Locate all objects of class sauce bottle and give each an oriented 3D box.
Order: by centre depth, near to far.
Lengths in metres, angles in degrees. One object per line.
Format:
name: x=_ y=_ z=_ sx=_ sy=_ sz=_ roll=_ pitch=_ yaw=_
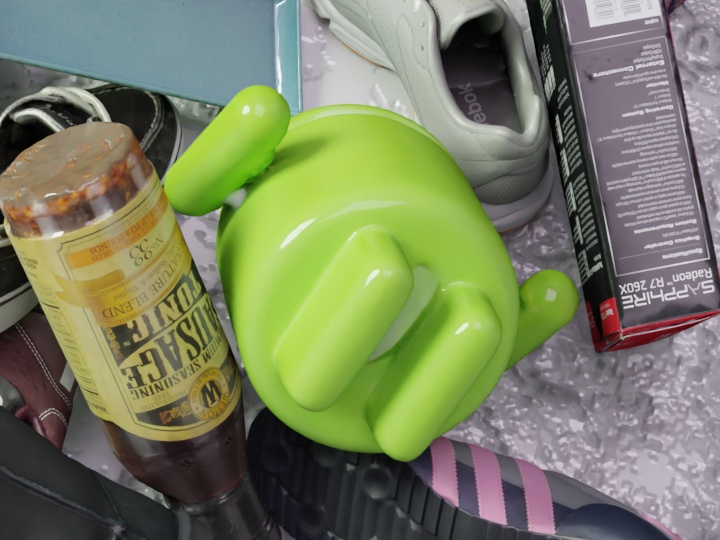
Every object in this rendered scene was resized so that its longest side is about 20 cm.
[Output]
sauce bottle: x=-0.082 y=0.038 z=0.894 sx=0.066 sy=0.201 sz=0.066 roll=-18 pitch=29 yaw=10

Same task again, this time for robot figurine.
robot figurine: x=0.000 y=0.000 z=0.922 sx=0.175 sy=0.200 sz=0.116 roll=29 pitch=104 yaw=-17

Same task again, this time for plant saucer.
plant saucer: x=-0.104 y=-0.113 z=0.977 sx=0.199 sy=0.019 sz=0.070 roll=9 pitch=75 yaw=-44

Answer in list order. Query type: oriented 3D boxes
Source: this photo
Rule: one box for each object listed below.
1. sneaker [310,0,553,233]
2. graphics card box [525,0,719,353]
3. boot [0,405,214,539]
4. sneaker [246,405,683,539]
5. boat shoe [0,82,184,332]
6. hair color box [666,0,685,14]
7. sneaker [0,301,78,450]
sneaker: x=0.035 y=-0.121 z=1.019 sx=0.075 sy=0.092 sz=0.201 roll=-26 pitch=72 yaw=-17
graphics card box: x=0.110 y=-0.069 z=0.959 sx=0.051 sy=0.125 sz=0.201 roll=-12 pitch=84 yaw=1
boot: x=-0.152 y=0.110 z=0.810 sx=0.200 sy=0.066 sz=0.165 roll=36 pitch=29 yaw=-25
sneaker: x=0.047 y=0.106 z=0.947 sx=0.199 sy=0.070 sz=0.082 roll=26 pitch=21 yaw=18
boat shoe: x=-0.128 y=-0.041 z=0.940 sx=0.070 sy=0.064 sz=0.200 roll=27 pitch=36 yaw=8
hair color box: x=0.165 y=-0.209 z=1.091 sx=0.100 sy=0.061 sz=0.200 roll=44 pitch=69 yaw=12
sneaker: x=-0.212 y=0.046 z=0.911 sx=0.199 sy=0.076 sz=0.116 roll=5 pitch=46 yaw=-5
